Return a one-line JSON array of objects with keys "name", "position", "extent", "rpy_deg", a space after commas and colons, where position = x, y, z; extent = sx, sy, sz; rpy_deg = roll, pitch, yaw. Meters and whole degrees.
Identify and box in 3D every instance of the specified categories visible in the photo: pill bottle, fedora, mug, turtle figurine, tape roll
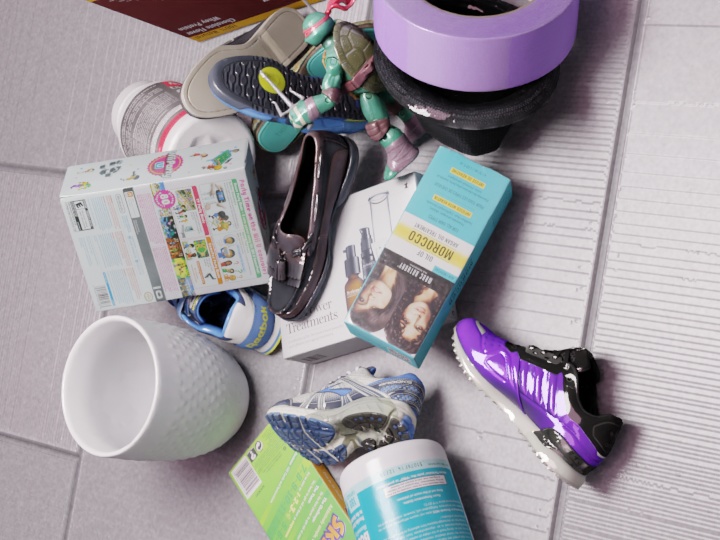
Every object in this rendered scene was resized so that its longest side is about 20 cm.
[{"name": "pill bottle", "position": [-0.207, -0.150, 1.822], "extent": [0.200, 0.110, 0.112], "rpy_deg": [33, 103, 54]}, {"name": "fedora", "position": [0.103, -0.182, 1.593], "extent": [0.201, 0.199, 0.092], "rpy_deg": [45, 152, 34]}, {"name": "mug", "position": [-0.228, 0.129, 1.764], "extent": [0.199, 0.175, 0.149], "rpy_deg": [8, 87, 39]}, {"name": "turtle figurine", "position": [-0.013, -0.193, 1.629], "extent": [0.100, 0.200, 0.150], "rpy_deg": [-24, 24, 53]}, {"name": "pill bottle", "position": [0.057, 0.273, 1.557], "extent": [0.110, 0.110, 0.202], "rpy_deg": [-32, 64, 30]}, {"name": "tape roll", "position": [0.111, -0.261, 1.557], "extent": [0.200, 0.199, 0.066], "rpy_deg": [46, 153, 33]}]

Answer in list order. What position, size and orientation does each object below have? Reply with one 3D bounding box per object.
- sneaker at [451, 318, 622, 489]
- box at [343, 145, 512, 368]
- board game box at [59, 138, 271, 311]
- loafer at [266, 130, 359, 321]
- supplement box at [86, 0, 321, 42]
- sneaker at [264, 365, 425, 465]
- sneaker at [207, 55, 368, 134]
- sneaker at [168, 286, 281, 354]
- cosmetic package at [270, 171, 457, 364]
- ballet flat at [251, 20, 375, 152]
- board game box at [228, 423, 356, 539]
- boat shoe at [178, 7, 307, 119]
[{"name": "sneaker", "position": [0.174, 0.101, 1.529], "extent": [0.100, 0.069, 0.200], "rpy_deg": [-48, 61, 13]}, {"name": "box", "position": [0.067, -0.014, 1.584], "extent": [0.082, 0.049, 0.201], "rpy_deg": [26, 80, 14]}, {"name": "board game box", "position": [-0.201, -0.048, 1.720], "extent": [0.198, 0.149, 0.065], "rpy_deg": [-8, 34, 5]}, {"name": "loafer", "position": [-0.064, -0.049, 1.676], "extent": [0.071, 0.063, 0.202], "rpy_deg": [20, 92, 40]}, {"name": "supplement box", "position": [-0.176, -0.361, 1.792], "extent": [0.196, 0.199, 0.134], "rpy_deg": [-12, 75, 36]}, {"name": "sneaker", "position": [-0.011, 0.143, 1.659], "extent": [0.199, 0.077, 0.085], "rpy_deg": [-6, 38, 41]}, {"name": "sneaker", "position": [-0.075, -0.172, 1.684], "extent": [0.078, 0.198, 0.067], "rpy_deg": [-31, 60, 53]}, {"name": "sneaker", "position": [-0.171, 0.027, 1.797], "extent": [0.199, 0.082, 0.075], "rpy_deg": [25, 99, 40]}, {"name": "cosmetic package", "position": [0.000, 0.000, 1.688], "extent": [0.199, 0.051, 0.152], "rpy_deg": [-19, 68, 35]}, {"name": "ballet flat", "position": [-0.047, -0.211, 1.757], "extent": [0.200, 0.070, 0.071], "rpy_deg": [-43, 59, 23]}, {"name": "board game box", "position": [-0.059, 0.255, 1.705], "extent": [0.096, 0.030, 0.201], "rpy_deg": [-50, 53, 21]}, {"name": "boat shoe", "position": [-0.132, -0.215, 1.760], "extent": [0.063, 0.200, 0.073], "rpy_deg": [-23, 106, 50]}]
